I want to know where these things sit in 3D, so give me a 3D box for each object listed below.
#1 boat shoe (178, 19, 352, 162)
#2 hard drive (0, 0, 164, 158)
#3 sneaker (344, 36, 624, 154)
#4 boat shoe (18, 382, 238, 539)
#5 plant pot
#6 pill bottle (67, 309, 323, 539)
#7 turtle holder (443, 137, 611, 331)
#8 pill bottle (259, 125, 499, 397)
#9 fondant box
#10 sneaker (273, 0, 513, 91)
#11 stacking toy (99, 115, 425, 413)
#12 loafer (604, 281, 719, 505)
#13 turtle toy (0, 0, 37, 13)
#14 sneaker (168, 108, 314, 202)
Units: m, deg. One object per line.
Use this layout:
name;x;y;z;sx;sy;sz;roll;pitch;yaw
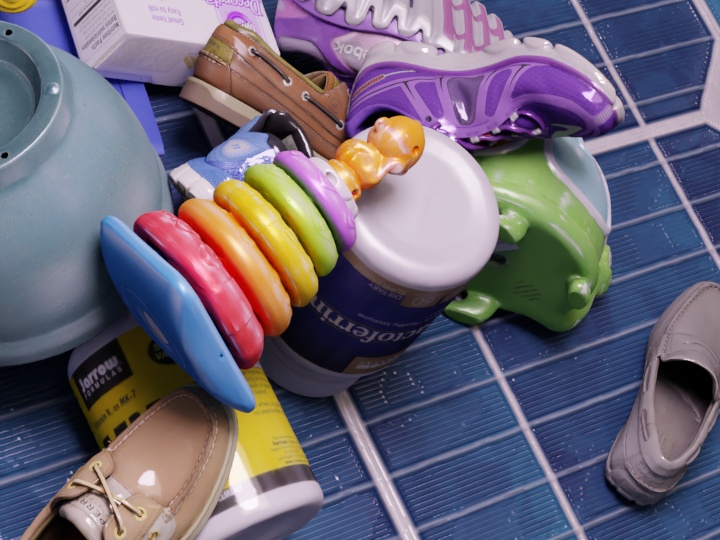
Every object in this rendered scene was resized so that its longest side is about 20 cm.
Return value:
boat shoe;-0.028;-0.106;1.400;0.199;0.072;0.068;28;88;-34
hard drive;-0.244;-0.123;1.361;0.199;0.025;0.133;-8;67;-30
sneaker;0.080;-0.100;1.336;0.081;0.199;0.084;56;46;-44
boat shoe;-0.147;0.149;1.162;0.074;0.066;0.201;37;93;21
plant pot;-0.220;-0.063;1.195;0.199;0.135;0.201;-3;56;4
pill bottle;-0.114;0.082;1.256;0.114;0.114;0.201;-17;71;-33
turtle holder;0.124;-0.037;1.423;0.185;0.141;0.132;29;59;-15
pill bottle;0.000;0.000;1.307;0.115;0.200;0.116;11;59;-19
fondant box;-0.152;-0.230;1.425;0.144;0.058;0.201;2;62;-46
sneaker;0.022;-0.163;1.446;0.199;0.089;0.081;22;35;-10
stacking toy;-0.042;-0.027;1.164;0.200;0.116;0.110;-39;43;-13
loafer;0.238;0.082;1.463;0.070;0.070;0.201;31;53;-8
turtle toy;-0.297;-0.234;1.323;0.198;0.102;0.146;-12;43;-2
sneaker;-0.067;-0.055;1.318;0.089;0.200;0.079;-32;92;-1
